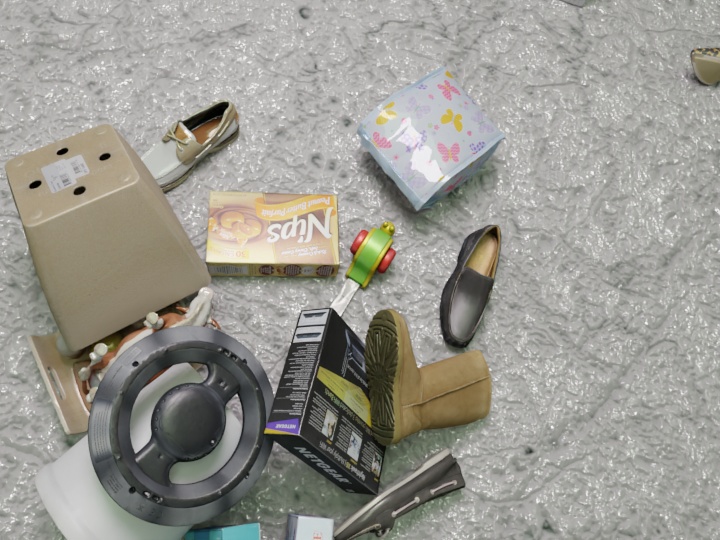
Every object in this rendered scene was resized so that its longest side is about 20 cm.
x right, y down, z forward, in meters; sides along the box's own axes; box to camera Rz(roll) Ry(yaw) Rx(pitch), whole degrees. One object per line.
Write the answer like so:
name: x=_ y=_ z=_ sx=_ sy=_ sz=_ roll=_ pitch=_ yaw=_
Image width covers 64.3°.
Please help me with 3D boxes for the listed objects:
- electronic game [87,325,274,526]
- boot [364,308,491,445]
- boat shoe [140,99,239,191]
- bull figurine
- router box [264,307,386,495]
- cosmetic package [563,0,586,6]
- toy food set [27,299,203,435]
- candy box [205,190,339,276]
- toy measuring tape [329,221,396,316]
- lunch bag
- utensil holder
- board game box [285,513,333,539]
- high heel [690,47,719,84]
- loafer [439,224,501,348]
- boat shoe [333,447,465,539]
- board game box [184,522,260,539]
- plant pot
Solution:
electronic game: x=-0.182 y=0.161 z=0.609 sx=0.196 sy=0.041 sz=0.205 roll=9 pitch=73 yaw=-29
boot: x=0.097 y=0.132 z=0.773 sx=0.197 sy=0.065 sz=0.180 roll=-4 pitch=99 yaw=-40
boat shoe: x=-0.275 y=-0.200 z=0.893 sx=0.075 sy=0.069 sz=0.200 roll=42 pitch=68 yaw=8
bull figurine: x=-0.257 y=0.094 z=0.712 sx=0.199 sy=0.122 sz=0.065 roll=-40 pitch=84 yaw=-14
router box: x=-0.026 y=0.168 z=0.720 sx=0.051 sy=0.201 sz=0.160 roll=-7 pitch=50 yaw=29
cosmetic package: x=0.385 y=-0.631 z=1.155 sx=0.195 sy=0.113 sz=0.083 roll=15 pitch=67 yaw=-2
toy food set: x=-0.322 y=0.104 z=0.772 sx=0.197 sy=0.061 sz=0.145 roll=-28 pitch=76 yaw=-18
candy box: x=-0.131 y=-0.054 z=0.869 sx=0.195 sy=0.055 sz=0.118 roll=1 pitch=69 yaw=-10
toy measuring tape: x=0.000 y=0.000 z=0.864 sx=0.073 sy=0.074 sz=0.202 roll=32 pitch=67 yaw=4
lunch bag: x=0.105 y=-0.207 z=0.935 sx=0.199 sy=0.127 sz=0.170 roll=-37 pitch=81 yaw=-31
utensil holder: x=-0.243 y=0.231 z=0.680 sx=0.170 sy=0.171 sz=0.200 roll=44 pitch=67 yaw=9
board game box: x=-0.068 y=0.381 z=0.634 sx=0.040 sy=0.200 sz=0.205 roll=7 pitch=68 yaw=-8
high heel: x=0.728 y=-0.454 z=1.162 sx=0.196 sy=0.071 sz=0.146 roll=10 pitch=73 yaw=-24
loafer: x=0.172 y=0.018 z=0.886 sx=0.071 sy=0.072 sz=0.204 roll=18 pitch=68 yaw=-4
boat shoe: x=0.056 y=0.310 z=0.756 sx=0.197 sy=0.067 sz=0.058 roll=-28 pitch=71 yaw=-22
board game box: x=-0.153 y=0.396 z=0.638 sx=0.046 sy=0.150 sz=0.205 roll=5 pitch=67 yaw=-31
plant pot: x=-0.336 y=-0.061 z=0.738 sx=0.197 sy=0.179 sz=0.200 roll=-27 pitch=54 yaw=-19
